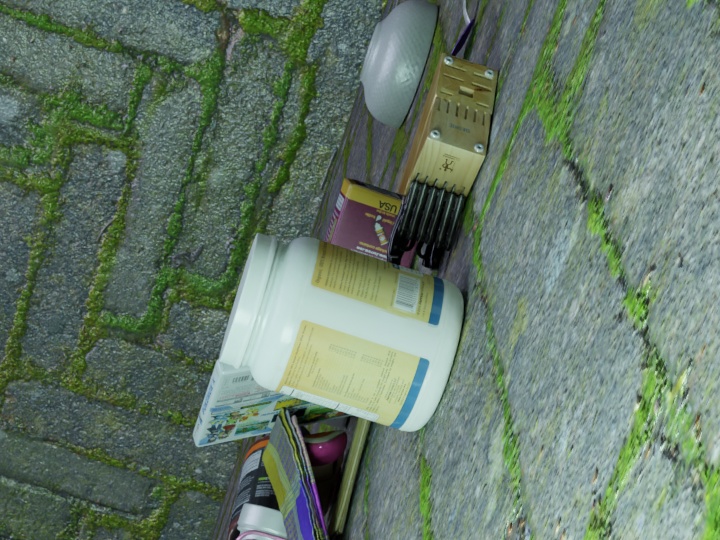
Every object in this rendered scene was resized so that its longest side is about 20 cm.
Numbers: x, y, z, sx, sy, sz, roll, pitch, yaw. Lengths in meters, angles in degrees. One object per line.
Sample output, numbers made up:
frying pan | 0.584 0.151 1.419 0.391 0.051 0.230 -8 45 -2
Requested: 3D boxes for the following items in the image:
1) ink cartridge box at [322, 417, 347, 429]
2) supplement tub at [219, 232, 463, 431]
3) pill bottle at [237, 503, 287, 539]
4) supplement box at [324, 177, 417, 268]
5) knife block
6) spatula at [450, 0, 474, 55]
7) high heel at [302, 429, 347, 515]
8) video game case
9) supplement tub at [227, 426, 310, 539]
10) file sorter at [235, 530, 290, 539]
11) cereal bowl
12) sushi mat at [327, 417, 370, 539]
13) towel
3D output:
ink cartridge box | -0.033 0.087 2.041 0.147 0.082 0.202 -115 41 -82
supplement tub | -0.018 0.054 1.430 0.145 0.198 0.146 -162 90 -84
pill bottle | -0.125 0.390 1.874 0.120 0.118 0.202 131 156 -75
supplement box | 0.000 0.000 1.882 0.131 0.102 0.202 -117 45 -81
knife block | 0.078 -0.100 1.625 0.176 0.063 0.201 114 171 -47
spatula | 0.136 -0.334 1.959 0.057 0.020 0.202 114 172 -58
high heel | -0.042 0.240 1.826 0.200 0.067 0.097 101 160 -81
video game case | -0.079 0.131 1.738 0.183 0.198 0.022 114 140 -55
supplement tub | -0.110 0.293 2.078 0.201 0.106 0.108 -79 9 -51
file sorter | -0.084 0.353 1.560 0.200 0.124 0.140 -145 72 -84
cereal bowl | 0.052 -0.330 2.436 0.200 0.082 0.202 -162 90 -85
sushi mat | -0.006 0.210 1.781 0.096 0.012 0.202 124 163 -72
towel | -0.072 0.271 1.761 0.144 0.023 0.202 117 141 -59
